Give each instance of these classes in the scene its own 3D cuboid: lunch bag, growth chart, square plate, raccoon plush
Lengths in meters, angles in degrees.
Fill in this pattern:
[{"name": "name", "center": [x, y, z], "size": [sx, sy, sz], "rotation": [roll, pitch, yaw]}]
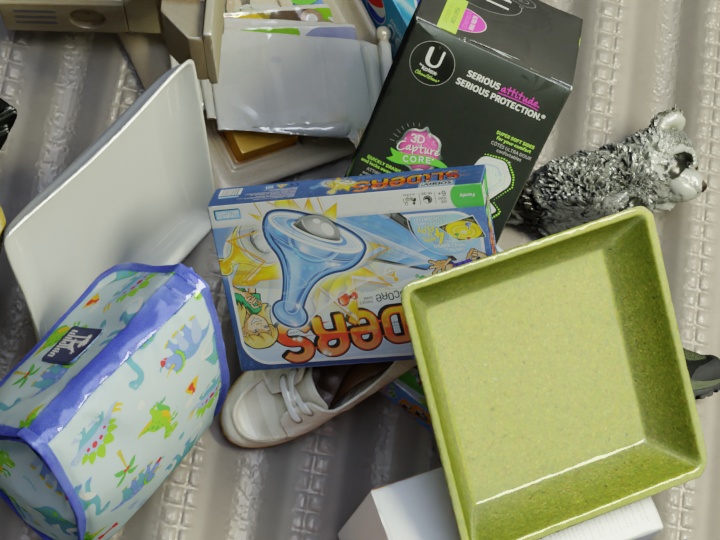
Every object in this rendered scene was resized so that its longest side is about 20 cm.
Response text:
[{"name": "lunch bag", "center": [-0.180, 0.093, 1.396], "size": [0.127, 0.200, 0.170], "rotation": [39, 66, 4]}, {"name": "growth chart", "center": [-0.061, -0.162, 1.587], "size": [0.198, 0.018, 0.146], "rotation": [7, 64, -13]}, {"name": "square plate", "center": [-0.182, -0.034, 1.453], "size": [0.028, 0.201, 0.198], "rotation": [32, 63, 22]}, {"name": "raccoon plush", "center": [0.182, -0.092, 1.619], "size": [0.199, 0.097, 0.135], "rotation": [27, 57, -1]}]

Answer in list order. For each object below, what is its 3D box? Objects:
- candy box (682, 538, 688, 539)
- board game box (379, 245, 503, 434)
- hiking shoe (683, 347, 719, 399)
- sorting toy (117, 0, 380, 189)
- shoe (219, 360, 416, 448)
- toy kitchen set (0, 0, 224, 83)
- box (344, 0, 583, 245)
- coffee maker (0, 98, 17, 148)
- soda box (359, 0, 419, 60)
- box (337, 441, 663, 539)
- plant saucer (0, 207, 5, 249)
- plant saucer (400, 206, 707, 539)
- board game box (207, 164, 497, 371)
[{"name": "candy box", "center": [0.176, 0.311, 1.460], "size": [0.199, 0.077, 0.170], "rotation": [-16, 74, -19]}, {"name": "board game box", "center": [0.050, 0.028, 1.565], "size": [0.200, 0.037, 0.152], "rotation": [37, 66, 4]}, {"name": "hiking shoe", "center": [0.206, 0.046, 1.548], "size": [0.199, 0.076, 0.102], "rotation": [12, 83, -28]}, {"name": "sorting toy", "center": [-0.075, -0.167, 1.614], "size": [0.199, 0.037, 0.186], "rotation": [-22, 75, -20]}, {"name": "shoe", "center": [-0.019, 0.070, 1.494], "size": [0.199, 0.053, 0.070], "rotation": [-30, 85, -1]}, {"name": "toy kitchen set", "center": [-0.189, -0.224, 1.475], "size": [0.179, 0.200, 0.164], "rotation": [1, 66, 0]}, {"name": "box", "center": [0.067, -0.102, 1.469], "size": [0.124, 0.201, 0.149], "rotation": [24, 29, -2]}, {"name": "coffee maker", "center": [-0.362, -0.134, 1.450], "size": [0.199, 0.192, 0.135], "rotation": [36, 49, 1]}, {"name": "soda box", "center": [0.056, -0.199, 1.640], "size": [0.064, 0.068, 0.201], "rotation": [-24, 76, -20]}, {"name": "box", "center": [0.100, 0.192, 1.464], "size": [0.199, 0.125, 0.098], "rotation": [-17, 73, -19]}, {"name": "plant saucer", "center": [-0.298, 0.032, 1.379], "size": [0.048, 0.200, 0.201], "rotation": [23, 76, -7]}, {"name": "plant saucer", "center": [0.130, 0.076, 1.391], "size": [0.199, 0.048, 0.201], "rotation": [-18, 100, -19]}, {"name": "board game box", "center": [0.000, 0.000, 1.428], "size": [0.198, 0.136, 0.035], "rotation": [-5, 25, 12]}]
